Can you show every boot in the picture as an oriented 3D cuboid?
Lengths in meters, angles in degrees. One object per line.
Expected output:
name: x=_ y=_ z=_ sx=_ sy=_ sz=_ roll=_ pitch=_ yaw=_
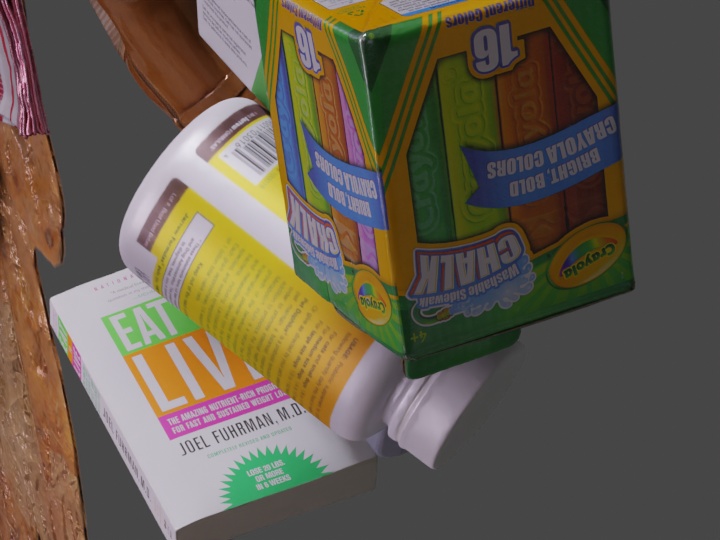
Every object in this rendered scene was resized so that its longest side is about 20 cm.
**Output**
boot: x=-0.094 y=-0.121 z=1.512 sx=0.156 sy=0.077 sz=0.200 roll=54 pitch=164 yaw=-1

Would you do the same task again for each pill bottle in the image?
pill bottle: x=-0.017 y=0.010 z=1.355 sx=0.200 sy=0.109 sz=0.109 roll=38 pitch=149 yaw=12

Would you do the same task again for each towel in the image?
towel: x=-0.297 y=-0.189 z=2.103 sx=0.200 sy=0.023 sz=0.145 roll=28 pitch=131 yaw=62

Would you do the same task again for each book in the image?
book: x=-0.093 y=0.075 z=1.635 sx=0.200 sy=0.133 sz=0.048 roll=56 pitch=153 yaw=37

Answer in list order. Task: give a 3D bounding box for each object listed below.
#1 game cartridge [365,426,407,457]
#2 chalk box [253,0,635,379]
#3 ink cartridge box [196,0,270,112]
game cartridge: x=0.000 y=0.000 z=1.480 sx=0.133 sy=0.041 sz=0.201 roll=-124 pitch=26 yaw=-47
chalk box: x=0.041 y=-0.042 z=1.218 sx=0.124 sy=0.124 sz=0.201 roll=36 pitch=140 yaw=58
ink cartridge box: x=-0.022 y=-0.180 z=1.319 sx=0.146 sy=0.084 sz=0.201 roll=50 pitch=150 yaw=46
